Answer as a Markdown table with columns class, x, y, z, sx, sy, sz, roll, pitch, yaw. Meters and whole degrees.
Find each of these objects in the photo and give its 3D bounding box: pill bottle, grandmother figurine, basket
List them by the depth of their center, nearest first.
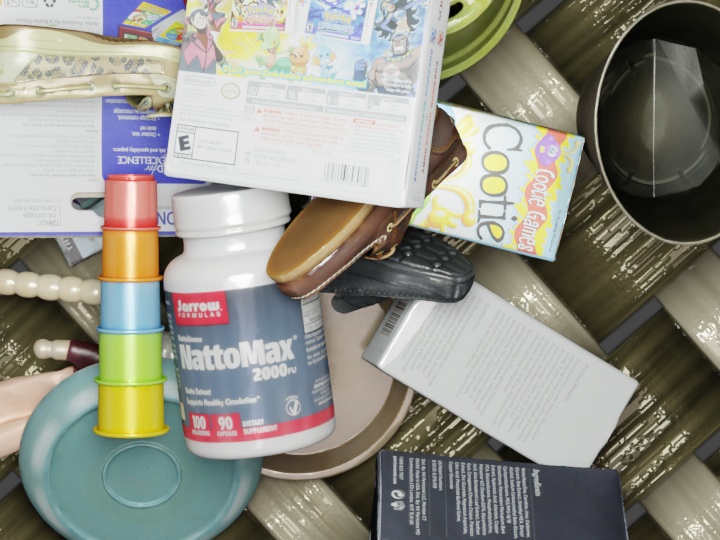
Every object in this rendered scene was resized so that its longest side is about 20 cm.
| class | x | y | z | sx | sy | sz | roll | pitch | yaw |
| --- | --- | --- | --- | --- | --- | --- | --- | --- | --- |
| pill bottle | -0.089 | 0.035 | 1.565 | 0.119 | 0.120 | 0.201 | -8 | 97 | -1 |
| basket | 0.237 | -0.116 | 1.596 | 0.135 | 0.200 | 0.181 | -2 | 95 | -1 |
| grandmother figurine | -0.224 | 0.101 | 1.660 | 0.199 | 0.061 | 0.121 | -19 | 140 | 9 |

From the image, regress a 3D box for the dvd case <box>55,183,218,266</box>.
| class | x | y | z | sx | sy | sz | roll | pitch | yaw |
| --- | --- | --- | --- | --- | --- | --- | --- | --- | --- |
| dvd case | -0.183 | -0.112 | 1.672 | 0.199 | 0.022 | 0.146 | -26 | 96 | 2 |

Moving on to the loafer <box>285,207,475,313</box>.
| class | x | y | z | sx | sy | sz | roll | pitch | yaw |
| --- | --- | --- | --- | --- | --- | --- | --- | --- | --- |
| loafer | 0.000 | 0.000 | 1.612 | 0.200 | 0.068 | 0.071 | 12 | 115 | 28 |

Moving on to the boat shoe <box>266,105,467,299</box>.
| class | x | y | z | sx | sy | sz | roll | pitch | yaw |
| --- | --- | --- | --- | --- | --- | --- | --- | --- | --- |
| boat shoe | 0.012 | -0.045 | 1.527 | 0.200 | 0.070 | 0.070 | -48 | 121 | -22 |

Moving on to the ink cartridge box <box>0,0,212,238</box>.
| class | x | y | z | sx | sy | sz | roll | pitch | yaw |
| --- | --- | --- | --- | --- | --- | --- | --- | --- | --- |
| ink cartridge box | -0.210 | -0.127 | 1.595 | 0.197 | 0.047 | 0.201 | 0 | 93 | -30 |

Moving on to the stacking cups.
| class | x | y | z | sx | sy | sz | roll | pitch | yaw |
| --- | --- | --- | --- | --- | --- | --- | --- | --- | --- |
| stacking cups | -0.175 | 0.027 | 1.565 | 0.060 | 0.061 | 0.201 | 2 | 97 | -2 |

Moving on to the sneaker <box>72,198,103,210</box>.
| class | x | y | z | sx | sy | sz | roll | pitch | yaw |
| --- | --- | --- | --- | --- | --- | --- | --- | --- | --- |
| sneaker | -0.256 | -0.140 | 1.634 | 0.087 | 0.074 | 0.201 | -30 | 102 | -18 |

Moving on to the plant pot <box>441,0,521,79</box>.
| class | x | y | z | sx | sy | sz | roll | pitch | yaw |
| --- | --- | --- | --- | --- | --- | --- | --- | --- | --- |
| plant pot | 0.041 | -0.243 | 1.586 | 0.199 | 0.184 | 0.201 | 0 | 96 | -2 |

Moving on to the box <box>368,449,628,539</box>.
| class | x | y | z | sx | sy | sz | roll | pitch | yaw |
| --- | --- | --- | --- | --- | --- | --- | --- | --- | --- |
| box | 0.101 | 0.262 | 1.635 | 0.199 | 0.118 | 0.197 | 4 | 123 | -2 |

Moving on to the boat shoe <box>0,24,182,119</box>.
| class | x | y | z | sx | sy | sz | roll | pitch | yaw |
| --- | --- | --- | --- | --- | --- | --- | --- | --- | --- |
| boat shoe | -0.187 | -0.144 | 1.547 | 0.199 | 0.073 | 0.063 | 6 | 90 | -20 |

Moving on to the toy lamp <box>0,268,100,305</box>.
| class | x | y | z | sx | sy | sz | roll | pitch | yaw |
| --- | --- | --- | --- | --- | --- | --- | --- | --- | --- |
| toy lamp | -0.265 | 0.010 | 1.656 | 0.199 | 0.058 | 0.058 | 6 | 95 | 5 |

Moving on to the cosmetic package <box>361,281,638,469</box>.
| class | x | y | z | sx | sy | sz | roll | pitch | yaw |
| --- | --- | --- | --- | --- | --- | --- | --- | --- | --- |
| cosmetic package | 0.113 | 0.081 | 1.660 | 0.200 | 0.071 | 0.102 | 32 | 87 | -12 |

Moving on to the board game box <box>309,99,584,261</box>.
| class | x | y | z | sx | sy | sz | roll | pitch | yaw |
| --- | --- | --- | --- | --- | --- | --- | --- | --- | --- |
| board game box | 0.066 | -0.084 | 1.642 | 0.199 | 0.105 | 0.103 | 14 | 94 | -4 |

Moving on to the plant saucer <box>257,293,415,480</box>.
| class | x | y | z | sx | sy | sz | roll | pitch | yaw |
| --- | --- | --- | --- | --- | --- | --- | --- | --- | --- |
| plant saucer | -0.051 | 0.074 | 1.691 | 0.199 | 0.029 | 0.201 | 0 | 96 | -1 |

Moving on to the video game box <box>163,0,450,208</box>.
| class | x | y | z | sx | sy | sz | roll | pitch | yaw |
| --- | --- | --- | --- | --- | --- | --- | --- | --- | --- |
| video game box | -0.039 | -0.147 | 1.480 | 0.199 | 0.047 | 0.183 | 9 | 95 | 24 |

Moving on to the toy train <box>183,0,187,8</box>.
| class | x | y | z | sx | sy | sz | roll | pitch | yaw |
| --- | --- | --- | --- | --- | --- | --- | --- | --- | --- |
| toy train | -0.053 | -0.161 | 1.596 | 0.085 | 0.116 | 0.201 | -30 | 107 | -27 |

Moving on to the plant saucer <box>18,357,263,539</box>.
| class | x | y | z | sx | sy | sz | roll | pitch | yaw |
| --- | --- | --- | --- | --- | --- | --- | --- | --- | --- |
| plant saucer | -0.178 | 0.161 | 1.656 | 0.199 | 0.027 | 0.201 | -2 | 120 | -4 |
